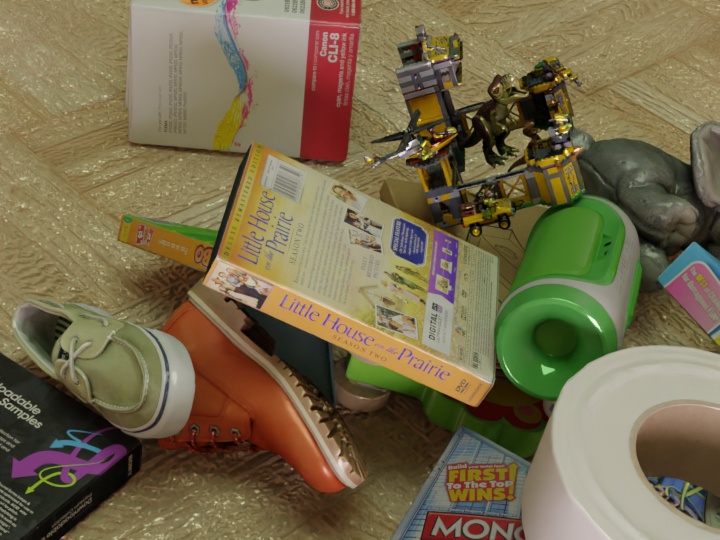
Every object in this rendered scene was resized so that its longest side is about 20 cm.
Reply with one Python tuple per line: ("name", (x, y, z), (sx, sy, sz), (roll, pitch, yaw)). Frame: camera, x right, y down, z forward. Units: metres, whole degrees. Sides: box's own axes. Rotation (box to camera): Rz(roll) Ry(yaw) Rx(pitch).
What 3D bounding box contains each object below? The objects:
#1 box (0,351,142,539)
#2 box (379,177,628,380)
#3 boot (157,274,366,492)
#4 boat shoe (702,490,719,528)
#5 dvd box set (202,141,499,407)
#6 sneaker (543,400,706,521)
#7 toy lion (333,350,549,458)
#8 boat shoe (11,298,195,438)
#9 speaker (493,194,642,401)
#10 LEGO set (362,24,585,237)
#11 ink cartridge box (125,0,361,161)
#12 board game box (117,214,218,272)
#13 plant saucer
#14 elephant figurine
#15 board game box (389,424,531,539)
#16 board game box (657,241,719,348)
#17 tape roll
("box", (-0.259, 0.141, 0.939), (0.143, 0.036, 0.200), (28, 44, 22))
("box", (0.112, 0.010, 1.103), (0.163, 0.021, 0.200), (9, 37, -26))
("boot", (-0.080, 0.101, 0.984), (0.107, 0.075, 0.200), (-45, 53, -4))
("boat shoe", (0.253, 0.200, 0.911), (0.074, 0.062, 0.201), (1, 51, 3))
("dvd box set", (0.000, 0.000, 0.980), (0.199, 0.029, 0.147), (24, 34, -11))
("sneaker", (0.225, 0.125, 0.996), (0.199, 0.076, 0.105), (10, 42, -13))
("toy lion", (0.080, 0.053, 1.093), (0.191, 0.069, 0.200), (14, 38, -4))
("boat shoe", (-0.178, 0.064, 0.980), (0.062, 0.072, 0.200), (13, 2, -36))
("speaker", (0.147, 0.014, 1.010), (0.088, 0.089, 0.200), (15, 25, 9))
("LEGO set", (0.093, -0.126, 1.103), (0.153, 0.116, 0.200), (-10, 30, 19))
("ink cartridge box", (-0.104, -0.202, 1.303), (0.199, 0.145, 0.146), (4, 39, -3))
("board game box", (-0.089, -0.008, 1.073), (0.095, 0.030, 0.200), (10, 3, -41))
("plant saucer", (-0.055, 0.043, 1.096), (0.070, 0.019, 0.200), (-12, 39, 5))
("elephant figurine", (0.273, -0.051, 1.200), (0.199, 0.156, 0.141), (-14, 24, -28))
("board game box", (0.099, 0.184, 0.895), (0.199, 0.062, 0.200), (2, 36, 14))
("board game box", (0.317, 0.078, 1.043), (0.153, 0.040, 0.200), (28, 19, -45))
("tape roll", (0.199, 0.137, 0.850), (0.201, 0.071, 0.203), (9, 39, -7))
